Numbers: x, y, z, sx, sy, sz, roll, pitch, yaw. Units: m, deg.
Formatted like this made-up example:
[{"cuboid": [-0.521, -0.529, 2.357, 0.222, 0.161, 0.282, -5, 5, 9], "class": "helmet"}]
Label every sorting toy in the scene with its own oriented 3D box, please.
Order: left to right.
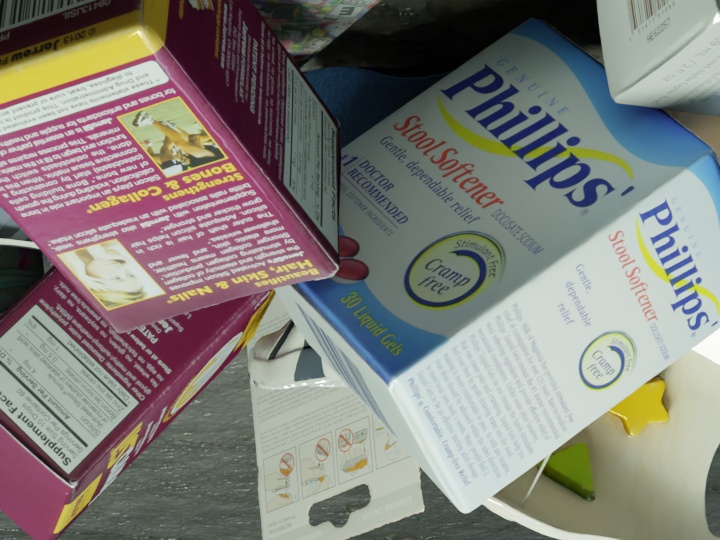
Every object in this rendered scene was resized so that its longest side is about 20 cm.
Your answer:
[{"cuboid": [0.165, 0.077, 1.483, 0.179, 0.201, 0.107, 31, 172, -8], "class": "sorting toy"}]

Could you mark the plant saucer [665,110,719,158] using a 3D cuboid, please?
[{"cuboid": [0.228, -0.102, 1.437, 0.199, 0.030, 0.201, -12, 138, -11], "class": "plant saucer"}]

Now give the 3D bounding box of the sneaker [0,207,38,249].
[{"cuboid": [-0.186, -0.051, 1.482, 0.198, 0.072, 0.083, -6, 160, -6], "class": "sneaker"}]

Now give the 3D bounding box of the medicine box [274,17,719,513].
[{"cuboid": [0.072, -0.008, 1.356, 0.199, 0.182, 0.103, -36, 128, -8], "class": "medicine box"}]

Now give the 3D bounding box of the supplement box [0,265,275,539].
[{"cuboid": [-0.149, 0.048, 1.575, 0.200, 0.103, 0.131, -46, 175, -24], "class": "supplement box"}]

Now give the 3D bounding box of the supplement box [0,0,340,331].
[{"cuboid": [-0.108, -0.076, 1.281, 0.130, 0.104, 0.200, -15, 139, 20], "class": "supplement box"}]

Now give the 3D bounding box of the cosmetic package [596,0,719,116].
[{"cuboid": [0.226, -0.123, 1.314, 0.199, 0.075, 0.102, 6, 157, -27], "class": "cosmetic package"}]

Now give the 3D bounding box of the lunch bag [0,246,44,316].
[{"cuboid": [-0.294, 0.012, 1.611, 0.198, 0.078, 0.160, -4, 162, -14], "class": "lunch bag"}]

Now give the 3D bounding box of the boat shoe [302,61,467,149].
[{"cuboid": [0.006, -0.072, 1.462, 0.199, 0.085, 0.068, -2, 175, -36], "class": "boat shoe"}]

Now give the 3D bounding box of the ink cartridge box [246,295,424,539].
[{"cuboid": [-0.007, 0.081, 1.736, 0.050, 0.201, 0.161, 9, 156, -41], "class": "ink cartridge box"}]

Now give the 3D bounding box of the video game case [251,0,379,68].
[{"cuboid": [-0.095, -0.119, 1.404, 0.142, 0.018, 0.200, 3, 159, -31], "class": "video game case"}]

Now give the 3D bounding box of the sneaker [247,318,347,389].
[{"cuboid": [0.000, 0.000, 1.542, 0.079, 0.131, 0.199, 1, 172, -31], "class": "sneaker"}]
